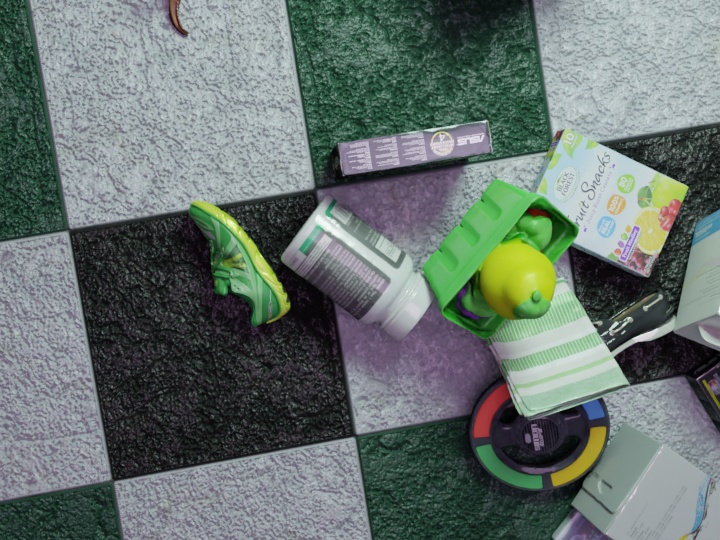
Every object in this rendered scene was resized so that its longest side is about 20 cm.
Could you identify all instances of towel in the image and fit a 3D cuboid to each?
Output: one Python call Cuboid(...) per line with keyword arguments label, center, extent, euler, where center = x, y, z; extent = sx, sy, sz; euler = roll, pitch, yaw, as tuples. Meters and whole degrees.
Cuboid(label="towel", center=(0.254, 0.103, 1.288), extent=(0.151, 0.201, 0.024), euler=(-18, 137, -4))

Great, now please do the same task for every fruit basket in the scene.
Cuboid(label="fruit basket", center=(0.199, 0.004, 1.220), extent=(0.155, 0.215, 0.217), euler=(29, 90, -48))

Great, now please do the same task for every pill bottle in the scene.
Cuboid(label="pill bottle", center=(0.000, 0.000, 1.284), extent=(0.199, 0.113, 0.114), euler=(38, 89, -5))

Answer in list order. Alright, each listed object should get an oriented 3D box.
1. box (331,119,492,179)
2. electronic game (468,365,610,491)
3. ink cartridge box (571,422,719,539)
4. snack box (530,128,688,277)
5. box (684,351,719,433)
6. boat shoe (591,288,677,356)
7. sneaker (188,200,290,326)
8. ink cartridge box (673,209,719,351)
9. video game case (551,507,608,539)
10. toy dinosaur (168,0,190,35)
Cuboid(label="box", center=(0.063, -0.161, 1.259), extent=(0.197, 0.161, 0.050), euler=(-10, 93, -5))
Cuboid(label="electronic game", center=(0.252, 0.224, 1.322), extent=(0.197, 0.042, 0.202), euler=(1, 113, 2))
Cuboid(label="ink cartridge box", center=(0.426, 0.337, 1.294), extent=(0.199, 0.147, 0.147), euler=(35, 89, -6))
Cuboid(label="snack box", center=(0.345, -0.095, 1.338), extent=(0.198, 0.053, 0.144), euler=(25, 90, -4))
Cuboid(label="box", center=(0.596, 0.193, 1.375), extent=(0.159, 0.044, 0.201), euler=(-34, 94, -2))
Cuboid(label="boat shoe", center=(0.357, 0.088, 1.337), extent=(0.198, 0.074, 0.061), euler=(-24, 93, -5))
Cuboid(label="sneaker", center=(-0.177, -0.009, 1.289), extent=(0.083, 0.074, 0.201), euler=(-37, 95, -6))
Cuboid(label="ink cartridge box", center=(0.529, 0.028, 1.296), extent=(0.127, 0.125, 0.202), euler=(21, 73, -5))
Cuboid(label="video game case", center=(0.410, 0.372, 1.378), extent=(0.181, 0.023, 0.201), euler=(39, 89, -5))
Cuboid(label="toy dinosaur", center=(-0.233, -0.465, 1.282), extent=(0.104, 0.201, 0.182), euler=(30, 62, 28))
